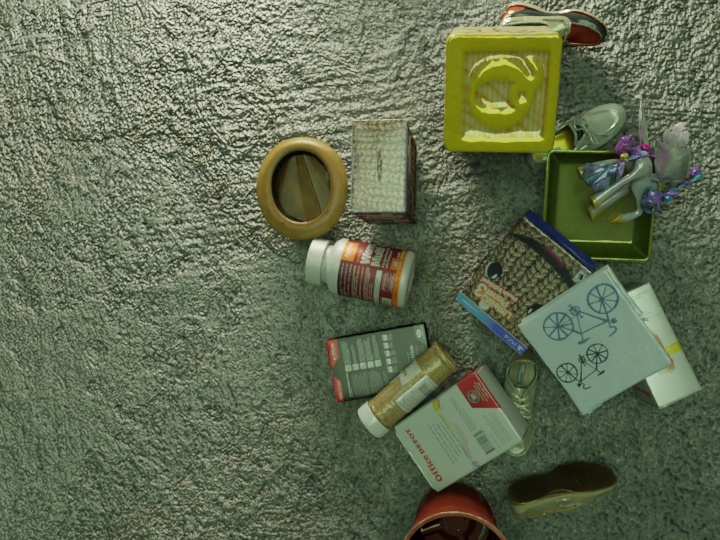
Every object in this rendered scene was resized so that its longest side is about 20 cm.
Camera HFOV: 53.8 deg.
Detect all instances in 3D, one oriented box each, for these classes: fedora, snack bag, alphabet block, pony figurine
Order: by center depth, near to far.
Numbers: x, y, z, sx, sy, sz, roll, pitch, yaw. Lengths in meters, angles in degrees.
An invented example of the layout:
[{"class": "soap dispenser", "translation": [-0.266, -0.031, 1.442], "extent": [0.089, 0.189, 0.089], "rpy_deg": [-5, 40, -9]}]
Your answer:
[{"class": "pony figurine", "translation": [0.476, -0.174, 1.203], "extent": [0.198, 0.194, 0.167], "rpy_deg": [-23, 41, 10]}, {"class": "snack bag", "translation": [0.400, 0.122, 1.206], "extent": [0.188, 0.021, 0.201], "rpy_deg": [-38, 84, 25]}, {"class": "alphabet block", "translation": [0.247, -0.326, 1.260], "extent": [0.193, 0.200, 0.199], "rpy_deg": [1, 112, 10]}, {"class": "fedora", "translation": [-0.109, -0.159, 1.399], "extent": [0.198, 0.082, 0.203], "rpy_deg": [0, 87, 9]}]

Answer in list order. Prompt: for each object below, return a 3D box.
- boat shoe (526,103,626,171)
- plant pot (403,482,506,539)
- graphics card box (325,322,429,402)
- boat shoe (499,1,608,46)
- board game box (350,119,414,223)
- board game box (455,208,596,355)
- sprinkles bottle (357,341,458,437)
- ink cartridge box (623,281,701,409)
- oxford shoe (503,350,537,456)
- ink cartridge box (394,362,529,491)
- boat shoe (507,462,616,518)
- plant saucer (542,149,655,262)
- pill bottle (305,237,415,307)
[{"class": "boat shoe", "translation": [0.403, -0.254, 1.316], "extent": [0.200, 0.086, 0.075], "rpy_deg": [-25, 85, 8]}, {"class": "plant pot", "translation": [0.169, 0.487, 1.266], "extent": [0.198, 0.195, 0.203], "rpy_deg": [1, 96, 7]}, {"class": "graphics card box", "translation": [0.040, 0.178, 1.379], "extent": [0.198, 0.051, 0.127], "rpy_deg": [-11, 87, 10]}, {"class": "boat shoe", "translation": [0.360, -0.452, 1.331], "extent": [0.198, 0.071, 0.063], "rpy_deg": [18, 59, 14]}, {"class": "board game box", "translation": [0.046, -0.175, 1.307], "extent": [0.096, 0.200, 0.161], "rpy_deg": [1, 89, 9]}, {"class": "board game box", "translation": [0.300, 0.020, 1.291], "extent": [0.159, 0.097, 0.201], "rpy_deg": [39, 112, 9]}, {"class": "sprinkles bottle", "translation": [0.087, 0.221, 1.313], "extent": [0.200, 0.068, 0.068], "rpy_deg": [-42, 82, 7]}, {"class": "ink cartridge box", "translation": [0.503, 0.128, 1.258], "extent": [0.083, 0.145, 0.202], "rpy_deg": [-25, 85, 7]}, {"class": "oxford shoe", "translation": [0.296, 0.250, 1.332], "extent": [0.074, 0.058, 0.202], "rpy_deg": [7, 91, 7]}, {"class": "ink cartridge box", "translation": [0.185, 0.289, 1.312], "extent": [0.199, 0.083, 0.146], "rpy_deg": [-38, 82, 22]}, {"class": "boat shoe", "translation": [0.374, 0.412, 1.313], "extent": [0.198, 0.072, 0.065], "rpy_deg": [-15, 122, 4]}, {"class": "plant saucer", "translation": [0.436, -0.121, 1.307], "extent": [0.197, 0.048, 0.202], "rpy_deg": [2, 103, 8]}, {"class": "pill bottle", "translation": [0.000, 0.000, 1.362], "extent": [0.198, 0.110, 0.111], "rpy_deg": [11, 90, 9]}]
